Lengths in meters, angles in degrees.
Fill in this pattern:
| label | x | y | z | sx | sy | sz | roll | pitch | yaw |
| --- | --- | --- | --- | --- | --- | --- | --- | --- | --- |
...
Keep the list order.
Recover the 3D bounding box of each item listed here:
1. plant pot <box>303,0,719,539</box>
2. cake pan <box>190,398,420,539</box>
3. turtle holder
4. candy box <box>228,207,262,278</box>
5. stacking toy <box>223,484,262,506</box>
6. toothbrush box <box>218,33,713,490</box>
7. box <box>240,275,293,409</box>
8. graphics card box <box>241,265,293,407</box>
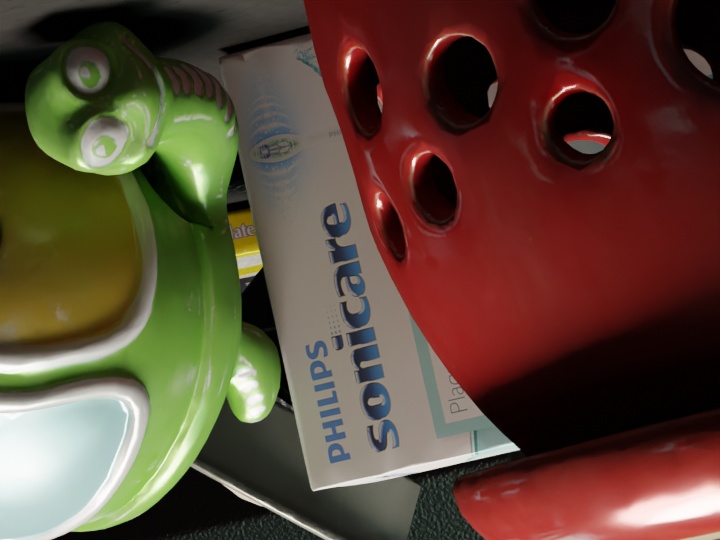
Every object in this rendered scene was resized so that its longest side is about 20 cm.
| label | x | y | z | sx | sy | sz | roll | pitch | yaw |
| --- | --- | --- | --- | --- | --- | --- | --- | --- | --- |
| plant pot | 0.098 | -0.027 | 0.644 | 0.200 | 0.183 | 0.200 | -14 | 173 | -2 |
| cake pan | -0.059 | 0.058 | 0.984 | 0.200 | 0.037 | 0.200 | 29 | 177 | 2 |
| turtle holder | -0.105 | 0.013 | 0.774 | 0.185 | 0.142 | 0.131 | -16 | 172 | 43 |
| candy box | -0.053 | -0.013 | 1.219 | 0.199 | 0.027 | 0.102 | -12 | 172 | -16 |
| stacking toy | -0.012 | 0.037 | 1.486 | 0.200 | 0.146 | 0.146 | -35 | 166 | 23 |
| toothbrush box | 0.070 | -0.020 | 0.814 | 0.199 | 0.147 | 0.085 | -13 | 174 | 13 |
| box | -0.106 | 0.052 | 1.344 | 0.199 | 0.107 | 0.148 | -13 | 175 | -4 |
| graphics card box | 0.000 | 0.000 | 1.029 | 0.126 | 0.051 | 0.200 | -52 | 177 | -2 |
